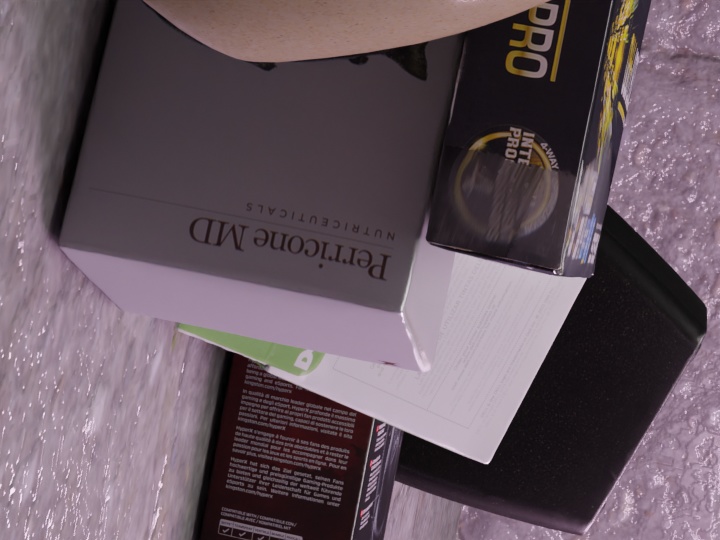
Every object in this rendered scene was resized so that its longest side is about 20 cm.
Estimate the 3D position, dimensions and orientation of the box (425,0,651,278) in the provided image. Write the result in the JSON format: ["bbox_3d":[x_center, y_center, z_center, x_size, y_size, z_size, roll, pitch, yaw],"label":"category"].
[{"bbox_3d":[0.067,-0.080,0.793,0.200,0.049,0.163,9,95,-82],"label":"box"}]

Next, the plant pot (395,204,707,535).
[{"bbox_3d":[0.092,0.040,1.379,0.200,0.177,0.200,-60,174,8],"label":"plant pot"}]

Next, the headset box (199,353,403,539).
[{"bbox_3d":[-0.022,0.084,1.166,0.149,0.077,0.202,-34,134,-80],"label":"headset box"}]

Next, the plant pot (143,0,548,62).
[{"bbox_3d":[-0.011,-0.131,0.599,0.134,0.200,0.200,-43,-176,18],"label":"plant pot"}]

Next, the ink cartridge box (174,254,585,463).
[{"bbox_3d":[0.000,0.000,1.011,0.199,0.059,0.104,25,94,-43],"label":"ink cartridge box"}]

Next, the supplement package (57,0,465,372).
[{"bbox_3d":[-0.015,-0.080,0.806,0.117,0.116,0.202,69,32,-77],"label":"supplement package"}]
